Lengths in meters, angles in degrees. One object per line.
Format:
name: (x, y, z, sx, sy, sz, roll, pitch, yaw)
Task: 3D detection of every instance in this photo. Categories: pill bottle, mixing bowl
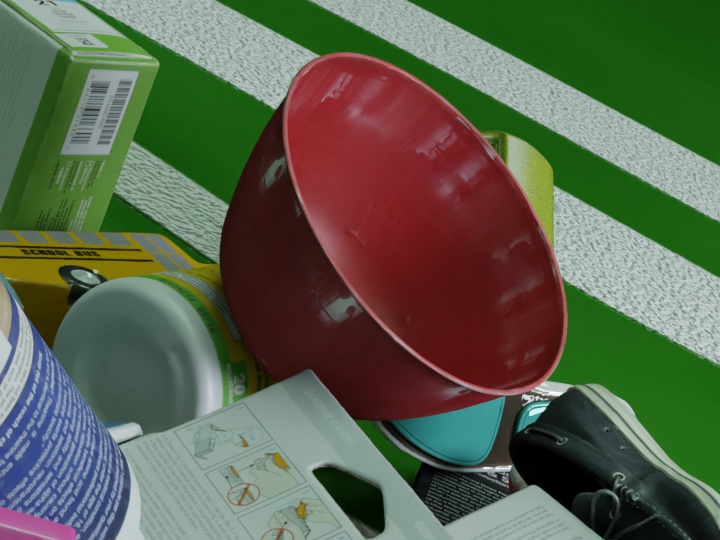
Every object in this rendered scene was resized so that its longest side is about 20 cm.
pill bottle: (-0.158, 0.085, 1.031, 0.111, 0.111, 0.201, 48, -10, 48)
pill bottle: (-0.065, 0.051, 1.364, 0.111, 0.112, 0.199, 34, 23, 28)
mixing bowl: (0.000, 0.000, 1.289, 0.200, 0.108, 0.201, 33, 37, -30)

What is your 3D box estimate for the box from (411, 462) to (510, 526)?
box: (0.087, 0.161, 1.365, 0.142, 0.036, 0.200, 25, 22, 1)

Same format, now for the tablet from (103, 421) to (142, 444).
tablet: (-0.210, 0.091, 1.166, 0.129, 0.014, 0.199, -5, 3, 36)

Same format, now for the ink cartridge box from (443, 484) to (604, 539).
ink cartridge box: (0.093, 0.205, 1.150, 0.145, 0.088, 0.200, -19, 43, -40)

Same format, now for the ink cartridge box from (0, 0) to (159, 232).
ink cartridge box: (-0.232, -0.110, 1.528, 0.200, 0.149, 0.075, 37, 24, 33)

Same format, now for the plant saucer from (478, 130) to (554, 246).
plant saucer: (0.024, -0.030, 1.580, 0.198, 0.048, 0.200, 1, 37, 3)

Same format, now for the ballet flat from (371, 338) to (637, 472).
ballet flat: (0.069, 0.080, 1.422, 0.199, 0.070, 0.069, 14, 22, -34)

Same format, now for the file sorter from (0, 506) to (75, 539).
file sorter: (-0.220, 0.156, 0.911, 0.198, 0.140, 0.126, 18, 24, -14)

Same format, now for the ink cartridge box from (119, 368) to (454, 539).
ink cartridge box: (-0.055, 0.140, 1.137, 0.172, 0.044, 0.200, -21, 38, -19)

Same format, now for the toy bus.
toy bus: (-0.148, 0.020, 1.420, 0.199, 0.066, 0.078, 0, 29, -45)

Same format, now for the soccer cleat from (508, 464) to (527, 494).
soccer cleat: (0.156, 0.145, 1.307, 0.068, 0.086, 0.200, 2, 31, -44)

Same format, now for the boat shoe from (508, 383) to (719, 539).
boat shoe: (0.137, 0.127, 1.230, 0.062, 0.075, 0.200, -23, 38, -16)

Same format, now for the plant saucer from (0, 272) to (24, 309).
plant saucer: (-0.264, 0.003, 1.223, 0.198, 0.036, 0.200, -2, -7, 0)
